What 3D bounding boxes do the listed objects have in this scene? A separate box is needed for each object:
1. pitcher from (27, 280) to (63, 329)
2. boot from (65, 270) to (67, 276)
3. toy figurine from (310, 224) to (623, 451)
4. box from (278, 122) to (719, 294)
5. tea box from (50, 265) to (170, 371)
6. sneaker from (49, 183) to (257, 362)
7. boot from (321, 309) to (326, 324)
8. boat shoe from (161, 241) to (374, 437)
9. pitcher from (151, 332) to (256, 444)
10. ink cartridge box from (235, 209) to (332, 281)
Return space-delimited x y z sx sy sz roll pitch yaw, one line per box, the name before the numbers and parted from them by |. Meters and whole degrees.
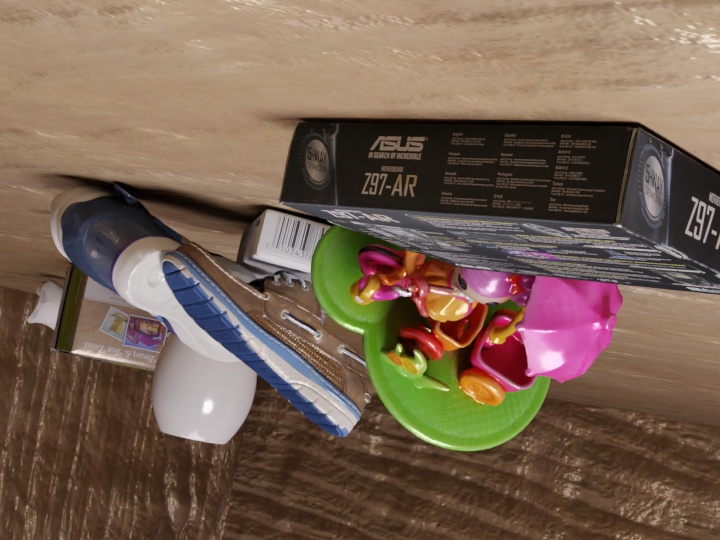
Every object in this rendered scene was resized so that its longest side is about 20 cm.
pitcher | -0.505 0.082 2.531 0.199 0.122 0.172 25 -170 -17
boot | -0.441 0.041 2.202 0.073 0.076 0.200 11 175 -11
toy figurine | 0.083 0.014 0.888 0.200 0.151 0.184 37 155 -9
box | 0.085 -0.029 0.680 0.199 0.044 0.160 6 172 42
tea box | -0.335 0.075 2.030 0.199 0.135 0.197 13 175 -22
sneaker | -0.169 -0.007 1.130 0.146 0.081 0.200 36 -179 35
boot | -0.132 0.077 1.836 0.199 0.096 0.073 6 172 44
boat shoe | -0.066 0.039 1.053 0.200 0.073 0.072 45 159 -22
pitcher | -0.177 0.100 1.645 0.120 0.201 0.172 12 175 1
ink cartridge box | 0.000 0.000 1.125 0.195 0.044 0.200 14 176 -10
